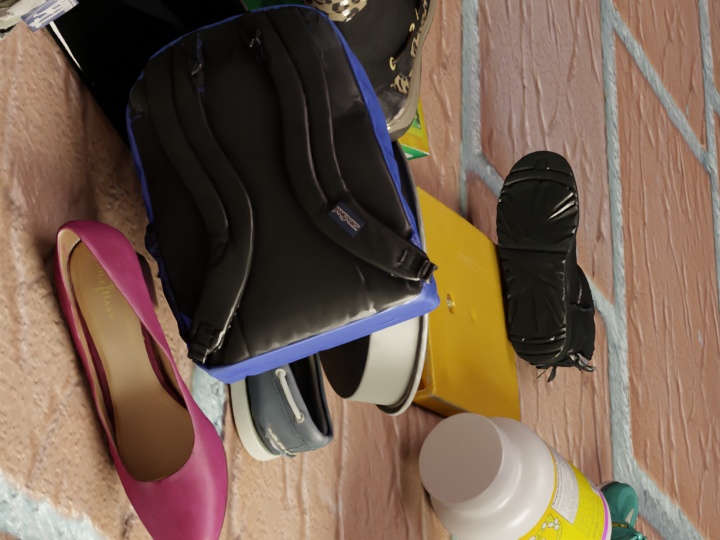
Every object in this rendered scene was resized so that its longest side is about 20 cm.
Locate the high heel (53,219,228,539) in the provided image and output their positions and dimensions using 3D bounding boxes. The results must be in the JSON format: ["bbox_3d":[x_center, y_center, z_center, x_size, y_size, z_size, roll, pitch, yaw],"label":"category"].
[{"bbox_3d":[-0.132,0.070,1.135,0.201,0.067,0.096,69,11,17],"label":"high heel"}]

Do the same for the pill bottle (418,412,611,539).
[{"bbox_3d":[0.120,0.181,1.597,0.200,0.103,0.105,40,43,-53],"label":"pill bottle"}]

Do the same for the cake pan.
[{"bbox_3d":[0.000,0.000,1.373,0.200,0.036,0.202,176,-90,-74],"label":"cake pan"}]

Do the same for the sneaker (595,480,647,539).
[{"bbox_3d":[0.234,0.262,1.839,0.078,0.079,0.200,68,25,-20],"label":"sneaker"}]

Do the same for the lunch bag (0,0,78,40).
[{"bbox_3d":[-0.197,-0.248,1.066,0.168,0.139,0.201,-47,128,-22],"label":"lunch bag"}]

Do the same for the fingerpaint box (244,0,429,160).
[{"bbox_3d":[-0.026,-0.170,1.472,0.200,0.073,0.168,9,71,-69],"label":"fingerpaint box"}]

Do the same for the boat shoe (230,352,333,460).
[{"bbox_3d":[-0.056,0.023,1.332,0.075,0.061,0.202,21,59,-60],"label":"boat shoe"}]

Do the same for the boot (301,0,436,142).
[{"bbox_3d":[-0.001,-0.203,1.321,0.151,0.072,0.201,67,25,-55],"label":"boot"}]

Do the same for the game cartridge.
[{"bbox_3d":[0.081,0.041,1.671,0.200,0.032,0.178,33,50,-61],"label":"game cartridge"}]

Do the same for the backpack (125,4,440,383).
[{"bbox_3d":[-0.056,-0.047,1.217,0.168,0.161,0.202,81,-10,-83],"label":"backpack"}]

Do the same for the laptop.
[{"bbox_3d":[-0.160,-0.213,1.281,0.200,0.115,0.188,-52,131,-24],"label":"laptop"}]

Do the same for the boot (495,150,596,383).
[{"bbox_3d":[0.174,0.000,1.801,0.162,0.073,0.200,13,76,-73],"label":"boot"}]
